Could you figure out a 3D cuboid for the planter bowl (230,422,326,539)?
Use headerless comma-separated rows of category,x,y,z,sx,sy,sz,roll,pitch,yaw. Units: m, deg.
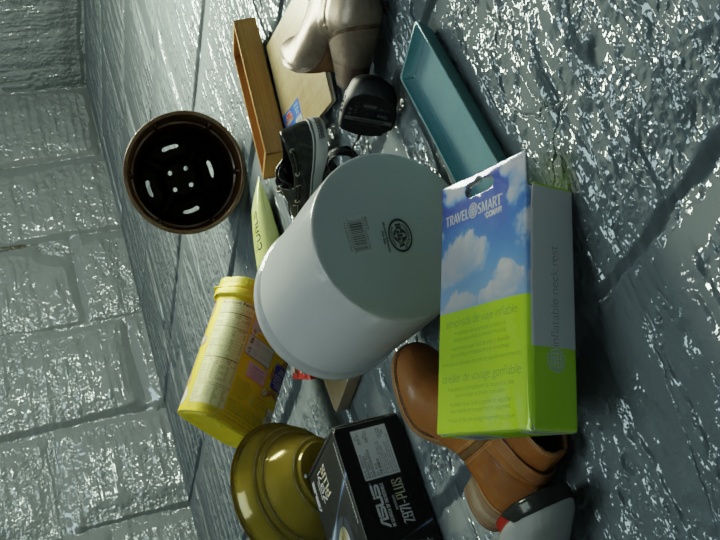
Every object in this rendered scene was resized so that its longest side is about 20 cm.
planter bowl,-0.068,0.282,1.265,0.083,0.199,0.203,-34,64,36

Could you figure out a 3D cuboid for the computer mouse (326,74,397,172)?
computer mouse,-0.001,-0.150,1.024,0.200,0.058,0.034,117,161,-65

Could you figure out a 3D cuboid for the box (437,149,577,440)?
box,0.108,0.024,0.730,0.122,0.047,0.203,-21,64,60

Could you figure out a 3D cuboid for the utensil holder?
utensil holder,0.000,0.000,0.924,0.200,0.168,0.172,137,121,-63

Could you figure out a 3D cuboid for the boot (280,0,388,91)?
boot,-0.034,-0.280,1.016,0.200,0.070,0.148,36,135,50

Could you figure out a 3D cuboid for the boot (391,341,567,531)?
boot,0.099,0.114,0.828,0.156,0.076,0.202,106,145,-53

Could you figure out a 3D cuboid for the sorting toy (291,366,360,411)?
sorting toy,-0.061,0.055,1.244,0.200,0.069,0.202,109,145,-53

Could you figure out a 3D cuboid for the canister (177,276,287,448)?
canister,-0.166,0.132,1.342,0.086,0.148,0.202,-3,59,35

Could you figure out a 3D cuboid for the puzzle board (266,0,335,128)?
puzzle board,-0.075,-0.254,1.216,0.200,0.017,0.153,149,108,-69

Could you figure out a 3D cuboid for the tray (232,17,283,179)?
tray,-0.142,-0.242,1.354,0.099,0.037,0.203,116,141,-73

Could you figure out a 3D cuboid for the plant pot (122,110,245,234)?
plant pot,-0.309,-0.162,1.656,0.198,0.197,0.203,-174,75,-76

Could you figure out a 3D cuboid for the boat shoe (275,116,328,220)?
boat shoe,-0.082,-0.124,1.220,0.201,0.056,0.069,104,148,-58

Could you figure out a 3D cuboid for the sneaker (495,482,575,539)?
sneaker,0.151,0.259,0.778,0.203,0.066,0.109,101,150,-51

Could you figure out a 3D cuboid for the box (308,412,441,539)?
box,0.018,0.295,1.120,0.164,0.085,0.202,114,141,-57

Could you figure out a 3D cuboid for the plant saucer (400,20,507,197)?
plant saucer,0.084,-0.129,0.842,0.070,0.019,0.202,107,148,-51

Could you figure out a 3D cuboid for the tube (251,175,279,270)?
tube,-0.142,-0.037,1.453,0.058,0.052,0.202,-27,63,27
